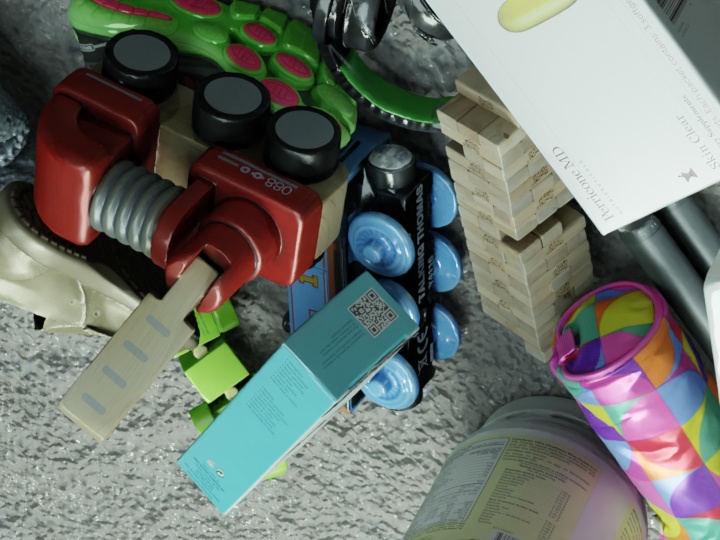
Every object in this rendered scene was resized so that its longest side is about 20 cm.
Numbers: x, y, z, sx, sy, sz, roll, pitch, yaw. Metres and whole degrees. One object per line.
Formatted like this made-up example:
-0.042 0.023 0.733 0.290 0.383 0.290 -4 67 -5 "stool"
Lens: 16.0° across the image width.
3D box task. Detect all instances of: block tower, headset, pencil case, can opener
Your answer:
0.095 -0.036 1.519 0.058 0.054 0.200 35 153 38 "block tower"
0.018 -0.157 1.482 0.123 0.094 0.200 -5 127 28 "headset"
0.187 0.099 1.568 0.088 0.088 0.200 -10 129 31 "pencil case"
0.177 -0.028 1.536 0.200 0.053 0.066 50 163 -12 "can opener"

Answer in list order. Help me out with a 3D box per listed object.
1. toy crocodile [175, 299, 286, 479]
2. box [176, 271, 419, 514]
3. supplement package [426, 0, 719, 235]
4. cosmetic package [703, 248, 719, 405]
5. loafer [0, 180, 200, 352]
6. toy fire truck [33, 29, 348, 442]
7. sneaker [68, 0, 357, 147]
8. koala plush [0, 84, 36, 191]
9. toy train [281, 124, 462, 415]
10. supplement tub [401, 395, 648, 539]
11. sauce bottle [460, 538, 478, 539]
-0.102 0.060 1.722 0.067 0.062 0.200 -31 109 -3 "toy crocodile"
-0.042 0.079 1.589 0.049 0.082 0.200 47 146 3 "box"
0.138 -0.153 1.386 0.111 0.156 0.200 -27 109 38 "supplement package"
0.302 0.048 1.444 0.165 0.165 0.200 3 124 25 "cosmetic package"
-0.176 0.006 1.604 0.067 0.076 0.200 -32 140 19 "loafer"
-0.127 -0.018 1.488 0.176 0.200 0.129 26 135 16 "toy fire truck"
-0.088 -0.120 1.582 0.200 0.077 0.084 26 139 19 "sneaker"
-0.246 -0.061 1.659 0.200 0.184 0.177 30 143 -25 "koala plush"
0.000 0.000 1.614 0.114 0.087 0.200 18 132 25 "toy train"
0.099 0.186 1.618 0.145 0.200 0.145 13 127 17 "supplement tub"
0.052 0.246 1.512 0.066 0.066 0.200 23 132 10 "sauce bottle"
